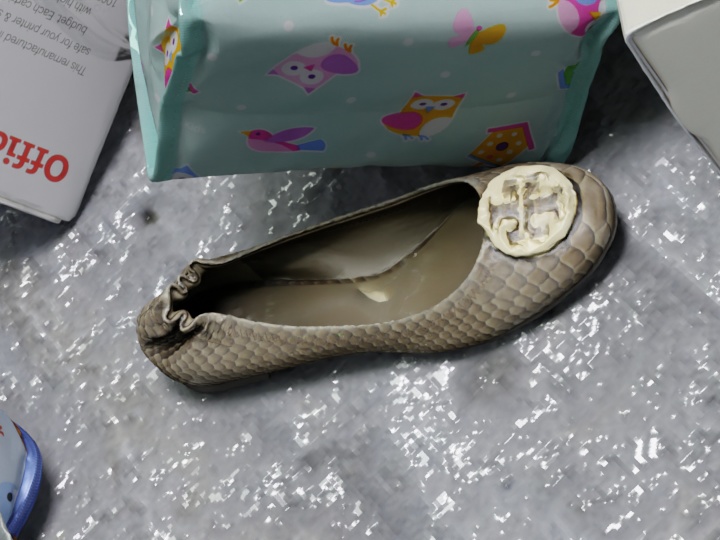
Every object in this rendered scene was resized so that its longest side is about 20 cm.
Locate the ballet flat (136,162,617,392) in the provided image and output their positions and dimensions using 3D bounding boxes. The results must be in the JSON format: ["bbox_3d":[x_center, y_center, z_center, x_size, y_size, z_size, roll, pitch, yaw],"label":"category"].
[{"bbox_3d":[0.000,0.000,0.976,0.200,0.046,0.067,-15,52,27],"label":"ballet flat"}]

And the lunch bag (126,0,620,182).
[{"bbox_3d":[-0.006,-0.143,0.979,0.170,0.122,0.200,-1,58,-13],"label":"lunch bag"}]

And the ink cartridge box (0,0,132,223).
[{"bbox_3d":[-0.157,-0.138,1.083,0.084,0.146,0.200,23,91,44],"label":"ink cartridge box"}]

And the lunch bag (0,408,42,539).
[{"bbox_3d":[-0.224,0.108,1.039,0.160,0.076,0.200,25,76,46],"label":"lunch bag"}]

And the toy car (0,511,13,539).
[{"bbox_3d":[-0.133,0.153,0.885,0.164,0.158,0.200,-38,41,-9],"label":"toy car"}]

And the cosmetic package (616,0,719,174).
[{"bbox_3d":[0.138,-0.143,0.944,0.087,0.103,0.200,-22,50,19],"label":"cosmetic package"}]
